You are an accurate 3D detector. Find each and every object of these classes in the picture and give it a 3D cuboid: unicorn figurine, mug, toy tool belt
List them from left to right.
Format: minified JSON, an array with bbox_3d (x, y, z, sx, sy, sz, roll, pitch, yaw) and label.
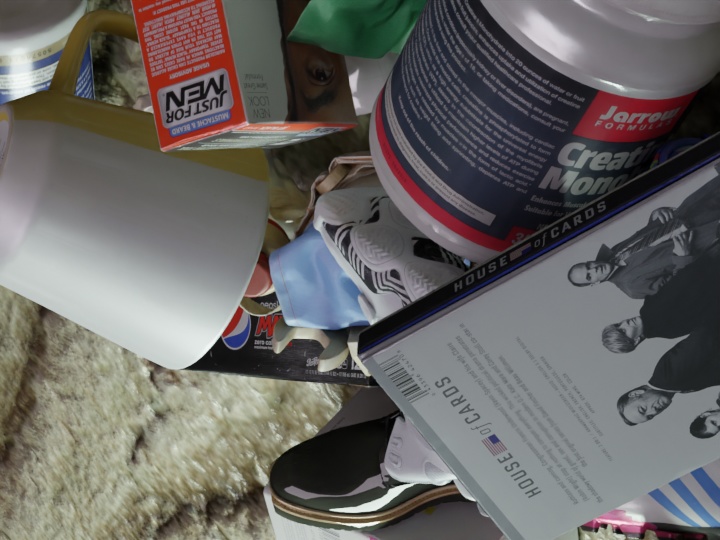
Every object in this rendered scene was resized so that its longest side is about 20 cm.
[{"bbox_3d":[-0.158,-0.047,1.096,0.152,0.187,0.150,20,126,-27],"label":"mug"},{"bbox_3d":[-0.075,-0.059,1.184,0.137,0.074,0.201,-15,107,40],"label":"unicorn figurine"},{"bbox_3d":[0.000,0.000,1.065,0.198,0.123,0.126,-11,120,14],"label":"toy tool belt"}]

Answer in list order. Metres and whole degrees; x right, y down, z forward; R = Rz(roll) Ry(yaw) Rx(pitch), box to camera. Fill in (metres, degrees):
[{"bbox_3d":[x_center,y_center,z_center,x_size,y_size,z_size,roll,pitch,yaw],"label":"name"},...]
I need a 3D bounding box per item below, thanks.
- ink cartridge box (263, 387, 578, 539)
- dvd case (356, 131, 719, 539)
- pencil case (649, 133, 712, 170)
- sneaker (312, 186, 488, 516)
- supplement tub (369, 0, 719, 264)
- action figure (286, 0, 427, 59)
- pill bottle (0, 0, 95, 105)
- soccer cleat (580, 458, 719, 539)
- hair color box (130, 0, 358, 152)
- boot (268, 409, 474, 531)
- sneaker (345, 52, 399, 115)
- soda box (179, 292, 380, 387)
[{"bbox_3d":[0.056,0.189,1.246,0.199,0.125,0.129,19,137,34],"label":"ink cartridge box"},{"bbox_3d":[0.120,0.039,0.844,0.199,0.025,0.151,-29,120,19],"label":"dvd case"},{"bbox_3d":[0.145,0.016,0.916,0.077,0.087,0.201,20,134,-7],"label":"pencil case"},{"bbox_3d":[0.031,0.040,0.958,0.200,0.075,0.116,40,128,43],"label":"sneaker"},{"bbox_3d":[0.098,-0.108,0.890,0.140,0.140,0.201,40,137,10],"label":"supplement tub"},{"bbox_3d":[0.054,-0.186,0.922,0.200,0.117,0.055,-49,57,40],"label":"action figure"},{"bbox_3d":[-0.240,-0.119,1.272,0.111,0.111,0.201,30,142,23],"label":"pill bottle"},{"bbox_3d":[0.193,0.122,1.092,0.199,0.069,0.087,0,79,51],"label":"soccer cleat"},{"bbox_3d":[-0.072,-0.168,0.971,0.063,0.111,0.202,-12,88,31],"label":"hair color box"},{"bbox_3d":[0.032,0.092,1.144,0.198,0.078,0.139,-11,143,1],"label":"boot"},{"bbox_3d":[-0.058,-0.139,1.095,0.199,0.074,0.116,10,128,40],"label":"sneaker"},{"bbox_3d":[-0.039,0.039,1.235,0.199,0.063,0.072,1,88,46],"label":"soda box"}]
